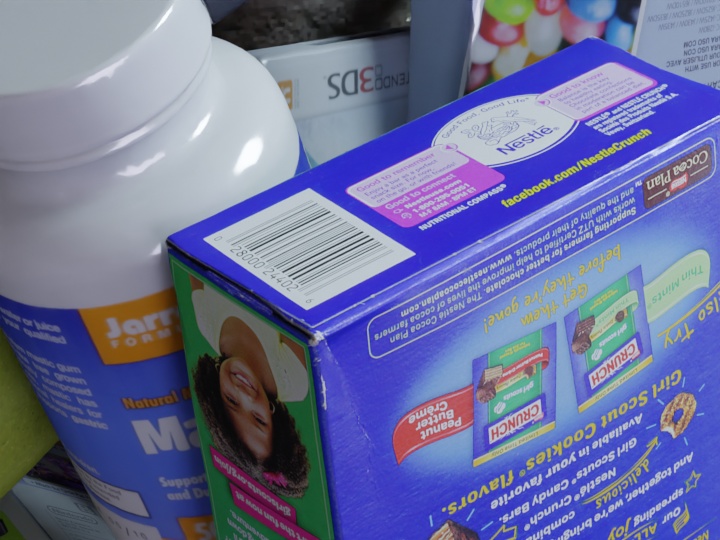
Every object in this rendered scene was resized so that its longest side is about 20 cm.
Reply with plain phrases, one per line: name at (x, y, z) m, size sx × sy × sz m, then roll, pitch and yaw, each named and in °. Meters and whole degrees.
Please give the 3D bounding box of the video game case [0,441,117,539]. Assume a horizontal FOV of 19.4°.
video game case at (-0.096, 0.119, 0.910) m, size 0.200 × 0.181 × 0.045 m, roll 23°, pitch 102°, yaw -45°

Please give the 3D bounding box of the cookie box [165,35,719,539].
cookie box at (0.040, 0.053, 0.666) m, size 0.171 × 0.075 × 0.200 m, roll -27°, pitch 128°, yaw -28°

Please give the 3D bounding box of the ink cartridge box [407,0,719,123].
ink cartridge box at (0.073, -0.083, 0.707) m, size 0.119 × 0.042 × 0.200 m, roll -11°, pitch 115°, yaw -33°

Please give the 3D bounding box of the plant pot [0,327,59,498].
plant pot at (-0.142, -0.017, 0.803) m, size 0.200 × 0.187 × 0.187 m, roll -35°, pitch 136°, yaw -37°

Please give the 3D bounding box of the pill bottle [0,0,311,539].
pill bottle at (-0.064, -0.005, 0.676) m, size 0.112 × 0.112 × 0.200 m, roll -35°, pitch 133°, yaw -16°

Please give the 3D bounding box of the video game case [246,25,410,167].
video game case at (0.000, 0.000, 0.898) m, size 0.182 × 0.022 × 0.200 m, roll -19°, pitch 113°, yaw -58°

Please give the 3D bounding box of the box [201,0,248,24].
box at (-0.044, -0.203, 0.728) m, size 0.182 × 0.200 × 0.104 m, roll -36°, pitch 133°, yaw -14°

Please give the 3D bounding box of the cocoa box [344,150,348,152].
cocoa box at (0.095, 0.028, 0.877) m, size 0.200 × 0.133 × 0.131 m, roll 9°, pitch 87°, yaw -47°
